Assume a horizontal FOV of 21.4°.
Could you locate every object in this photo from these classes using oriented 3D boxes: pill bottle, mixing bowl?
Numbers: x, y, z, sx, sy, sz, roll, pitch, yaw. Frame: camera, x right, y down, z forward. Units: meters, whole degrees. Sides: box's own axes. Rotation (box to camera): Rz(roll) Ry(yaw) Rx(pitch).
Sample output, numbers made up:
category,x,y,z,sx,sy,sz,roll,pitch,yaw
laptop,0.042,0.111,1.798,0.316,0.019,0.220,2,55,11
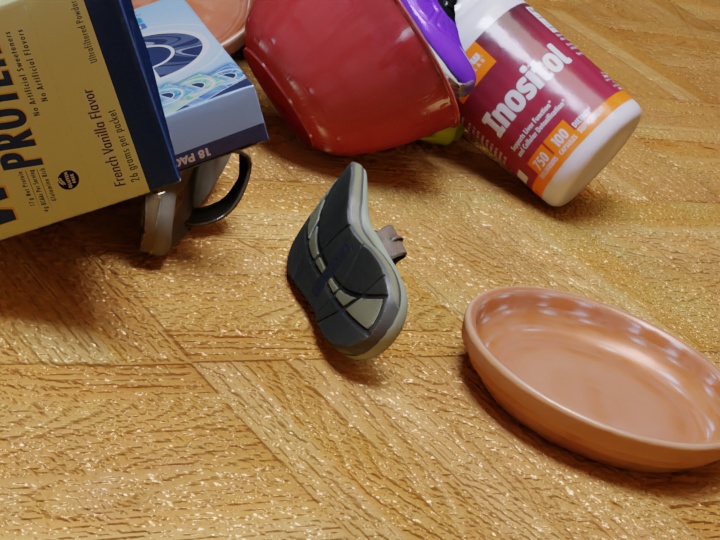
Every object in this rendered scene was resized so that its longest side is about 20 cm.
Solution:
category,x,y,z,sx,sy,sz,roll,pitch,yaw
pill bottle,0.128,-0.158,1.597,0.200,0.113,0.113,43,27,11
mixing bowl,-0.022,-0.165,1.503,0.200,0.108,0.200,53,-6,8

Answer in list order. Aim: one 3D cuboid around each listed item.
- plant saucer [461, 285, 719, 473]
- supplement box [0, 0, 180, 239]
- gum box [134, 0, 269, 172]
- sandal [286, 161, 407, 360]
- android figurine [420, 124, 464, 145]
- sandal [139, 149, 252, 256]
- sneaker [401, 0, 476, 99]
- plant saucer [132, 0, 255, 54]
category,x,y,z,sx,sy,sz,roll,pitch,yaw
plant saucer,0.157,0.075,1.251,0.199,0.038,0.200,17,23,-8
supplement box,-0.229,-0.118,1.129,0.199,0.135,0.200,-18,28,-2
gum box,-0.170,-0.111,1.272,0.169,0.045,0.200,-20,31,-10
sandal,0.000,0.001,1.256,0.057,0.080,0.201,28,23,-27
android figurine,0.023,-0.174,1.675,0.199,0.041,0.182,12,36,-24
sandal,-0.103,-0.066,1.295,0.054,0.081,0.200,8,28,6
sneaker,0.052,-0.237,1.537,0.201,0.099,0.070,56,-5,13
plant saucer,-0.171,-0.230,1.577,0.199,0.032,0.201,1,50,-1
